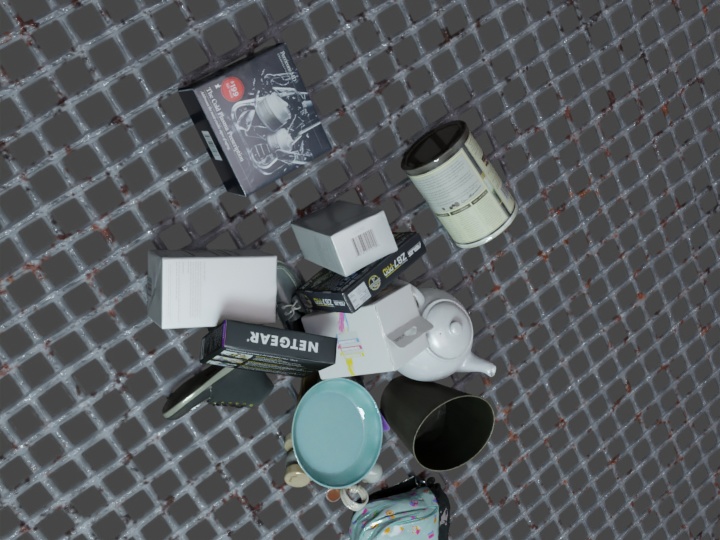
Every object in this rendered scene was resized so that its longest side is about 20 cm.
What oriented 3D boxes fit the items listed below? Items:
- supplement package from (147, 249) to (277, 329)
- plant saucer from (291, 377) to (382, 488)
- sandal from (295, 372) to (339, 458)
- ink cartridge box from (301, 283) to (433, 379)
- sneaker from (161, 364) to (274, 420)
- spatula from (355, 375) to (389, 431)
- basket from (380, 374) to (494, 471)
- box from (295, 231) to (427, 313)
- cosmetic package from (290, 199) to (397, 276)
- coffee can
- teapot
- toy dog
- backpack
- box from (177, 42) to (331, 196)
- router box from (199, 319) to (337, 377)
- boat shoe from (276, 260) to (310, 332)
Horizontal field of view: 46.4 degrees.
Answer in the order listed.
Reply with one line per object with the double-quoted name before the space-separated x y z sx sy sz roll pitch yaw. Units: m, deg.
"supplement package" -0.256 0.028 1.448 0.199 0.120 0.122 -1 97 -26
"plant saucer" -0.049 0.300 1.558 0.199 0.036 0.201 7 77 -34
"sandal" -0.089 0.257 1.595 0.080 0.054 0.201 17 70 -27
"ink cartridge box" 0.019 0.109 1.524 0.128 0.199 0.126 -28 102 -52
"sneaker" -0.250 0.229 1.510 0.200 0.075 0.107 -35 109 -17
"spatula" 0.002 0.232 1.657 0.021 0.056 0.201 -33 108 -53
"basket" 0.133 0.283 1.636 0.180 0.200 0.137 -23 109 -20
"box" 0.000 0.000 1.524 0.200 0.161 0.049 -40 115 -29
"cosmetic package" -0.033 -0.062 1.496 0.113 0.200 0.081 -26 108 -17
"coffee can" 0.191 -0.164 1.615 0.146 0.146 0.200 -44 114 -13
"teapot" 0.142 0.116 1.619 0.199 0.146 0.198 -1 80 -27
"toy dog" -0.069 0.388 1.613 0.199 0.096 0.132 29 44 1
"backpack" 0.079 0.519 1.694 0.199 0.127 0.168 -5 104 -22
"box" -0.180 -0.259 1.444 0.182 0.104 0.201 -32 112 -19
"router box" -0.158 0.137 1.440 0.199 0.149 0.051 12 70 -23
"boat shoe" -0.121 0.075 1.554 0.073 0.062 0.201 -25 109 -19
